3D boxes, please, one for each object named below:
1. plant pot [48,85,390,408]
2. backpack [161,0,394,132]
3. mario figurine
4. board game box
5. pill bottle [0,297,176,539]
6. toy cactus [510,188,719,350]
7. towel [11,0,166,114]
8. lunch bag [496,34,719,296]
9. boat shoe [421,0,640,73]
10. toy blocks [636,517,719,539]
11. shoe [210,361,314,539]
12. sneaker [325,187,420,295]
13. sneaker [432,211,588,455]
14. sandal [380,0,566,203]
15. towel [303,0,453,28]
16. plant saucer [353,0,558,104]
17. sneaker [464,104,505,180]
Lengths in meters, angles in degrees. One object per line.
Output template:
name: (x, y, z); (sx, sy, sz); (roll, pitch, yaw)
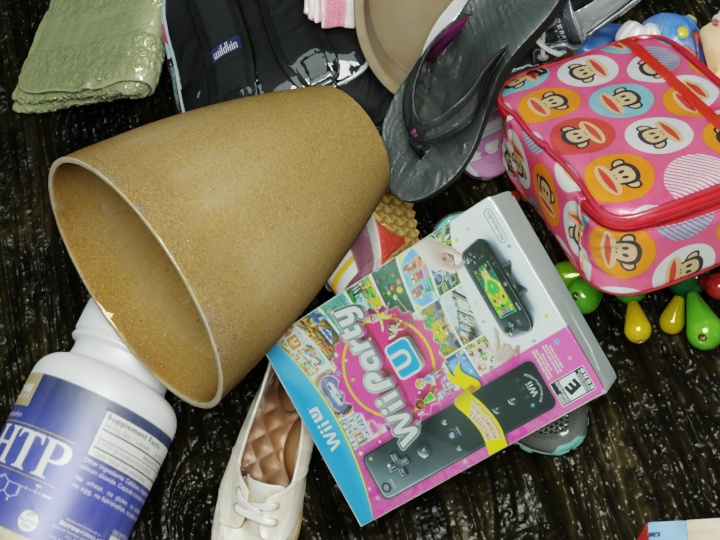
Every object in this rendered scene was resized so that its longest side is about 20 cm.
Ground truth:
plant pot: (-0.080, -0.042, 0.771); (0.186, 0.188, 0.199); (38, 58, 26)
backpack: (-0.070, -0.185, 0.931); (0.175, 0.151, 0.203); (-24, 67, 7)
mario figurine: (0.260, -0.193, 0.889); (0.197, 0.106, 0.125); (13, 66, 20)
board game box: (0.052, 0.062, 0.771); (0.198, 0.064, 0.149); (-33, 85, 22)
pill bottle: (-0.205, 0.129, 0.831); (0.118, 0.120, 0.203); (15, 68, 19)
toy cactus: (0.208, -0.034, 0.840); (0.164, 0.103, 0.199); (-39, 52, -19)
towel: (-0.236, -0.214, 1.016); (0.197, 0.036, 0.151); (-1, 67, 40)
lunch bag: (0.202, -0.082, 0.771); (0.173, 0.083, 0.201); (-18, 41, -9)
boat shoe: (0.137, -0.186, 0.811); (0.198, 0.072, 0.068); (-30, 39, 3)
toy blocks: (0.222, 0.239, 0.706); (0.134, 0.100, 0.204); (-8, 63, 21)
shoe: (-0.070, 0.141, 0.832); (0.069, 0.054, 0.203); (9, 67, 17)
sneaker: (0.000, 0.000, 0.882); (0.089, 0.074, 0.204); (-19, 71, 41)
sneaker: (0.100, 0.042, 0.820); (0.077, 0.092, 0.202); (-29, 62, -2)
sandal: (0.068, -0.141, 0.778); (0.075, 0.048, 0.202); (39, 107, 25)
towel: (0.055, -0.258, 0.826); (0.196, 0.148, 0.030); (-8, 37, -18)
plant saucer: (0.084, -0.214, 0.833); (0.198, 0.202, 0.030); (-29, 39, -3)
sneaker: (0.074, -0.168, 0.939); (0.079, 0.088, 0.203); (-20, 83, -16)
